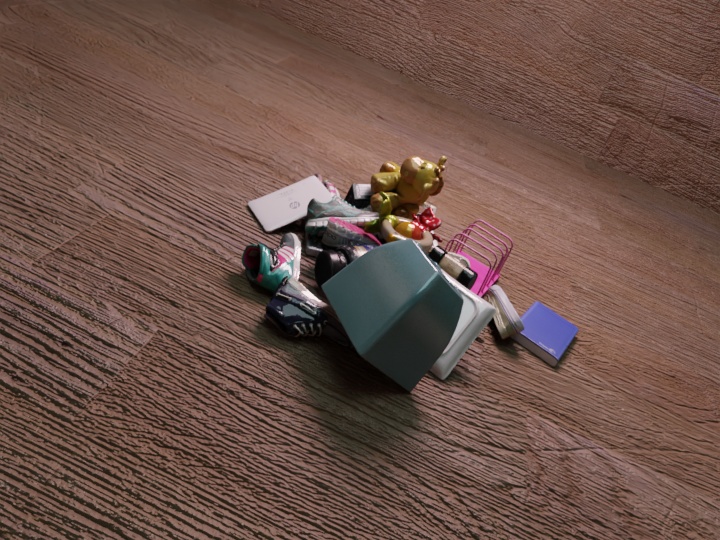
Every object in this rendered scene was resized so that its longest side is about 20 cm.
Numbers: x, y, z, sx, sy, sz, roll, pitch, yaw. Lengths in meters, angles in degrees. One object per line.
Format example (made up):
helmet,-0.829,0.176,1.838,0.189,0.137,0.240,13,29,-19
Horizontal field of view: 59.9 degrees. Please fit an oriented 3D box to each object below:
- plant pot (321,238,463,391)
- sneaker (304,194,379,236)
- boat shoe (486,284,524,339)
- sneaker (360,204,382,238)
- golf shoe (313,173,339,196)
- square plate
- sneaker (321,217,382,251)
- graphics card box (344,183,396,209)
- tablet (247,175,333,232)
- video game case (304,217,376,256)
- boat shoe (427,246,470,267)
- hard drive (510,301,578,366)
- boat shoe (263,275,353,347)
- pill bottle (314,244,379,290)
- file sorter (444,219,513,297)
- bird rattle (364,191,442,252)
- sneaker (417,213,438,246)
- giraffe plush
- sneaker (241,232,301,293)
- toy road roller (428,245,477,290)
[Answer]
plant pot,0.078,0.063,1.189,0.195,0.200,0.198,39,11,-45
sneaker,-0.042,-0.141,1.520,0.193,0.078,0.094,-3,73,-19
boat shoe,0.336,0.096,1.517,0.061,0.073,0.201,-27,20,5
sneaker,0.011,-0.134,1.606,0.194,0.083,0.076,1,37,-31
golf shoe,-0.082,-0.195,1.676,0.090,0.074,0.201,26,20,-24
square plate,0.158,0.094,1.327,0.198,0.029,0.199,36,70,22
sneaker,-0.018,-0.054,1.477,0.197,0.089,0.074,22,18,-41
graphics card box,0.054,-0.178,1.672,0.193,0.126,0.053,-3,68,-18
tablet,-0.173,-0.171,1.568,0.196,0.014,0.131,-26,49,-18
video game case,-0.045,-0.073,1.574,0.194,0.024,0.184,15,31,-15
boat shoe,0.172,-0.021,1.552,0.195,0.075,0.060,13,20,19
hard drive,0.457,0.151,1.551,0.130,0.026,0.198,35,32,19
boat shoe,-0.099,0.107,1.222,0.197,0.075,0.093,35,55,9
pill bottle,0.000,0.000,1.397,0.195,0.114,0.113,0,36,-34
file sorter,0.300,-0.033,1.636,0.137,0.128,0.199,32,31,17
bird rattle,0.107,-0.085,1.442,0.195,0.114,0.165,21,28,-20
sneaker,0.139,-0.102,1.691,0.108,0.075,0.202,10,32,-17
giraffe plush,0.134,-0.213,1.547,0.193,0.162,0.179,10,68,-17
sneaker,-0.195,-0.029,1.349,0.118,0.085,0.202,22,30,-20
toy road roller,0.177,0.062,1.442,0.122,0.147,0.201,35,70,22
